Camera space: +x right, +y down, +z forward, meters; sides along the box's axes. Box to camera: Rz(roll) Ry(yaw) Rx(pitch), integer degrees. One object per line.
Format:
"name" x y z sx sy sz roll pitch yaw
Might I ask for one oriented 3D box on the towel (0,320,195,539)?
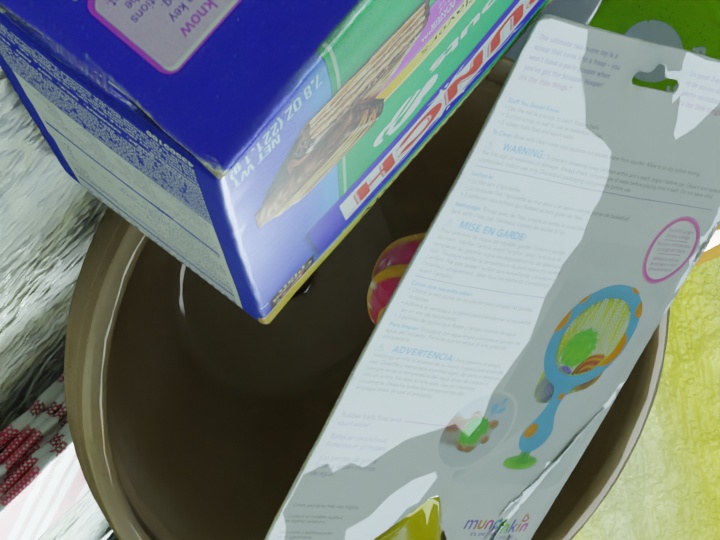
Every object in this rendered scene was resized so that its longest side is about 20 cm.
"towel" -0.124 0.076 0.818 0.200 0.030 0.146 -45 174 -31

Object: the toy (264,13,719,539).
"toy" 0.034 0.015 0.683 0.115 0.047 0.200 7 114 -45

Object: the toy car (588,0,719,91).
"toy car" 0.189 -0.128 0.822 0.164 0.200 0.158 -47 138 -69

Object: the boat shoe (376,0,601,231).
"boat shoe" 0.020 -0.075 0.796 0.200 0.069 0.057 -54 -159 31

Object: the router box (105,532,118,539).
"router box" -0.041 0.087 1.251 0.150 0.062 0.200 -52 173 30

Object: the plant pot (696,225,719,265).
"plant pot" 0.147 -0.085 1.079 0.183 0.200 0.200 -34 178 17

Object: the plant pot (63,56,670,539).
"plant pot" -0.008 0.015 0.748 0.201 0.201 0.093 -49 -149 -3

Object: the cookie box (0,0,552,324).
"cookie box" 0.001 -0.084 0.525 0.171 0.075 0.200 -50 174 -7
